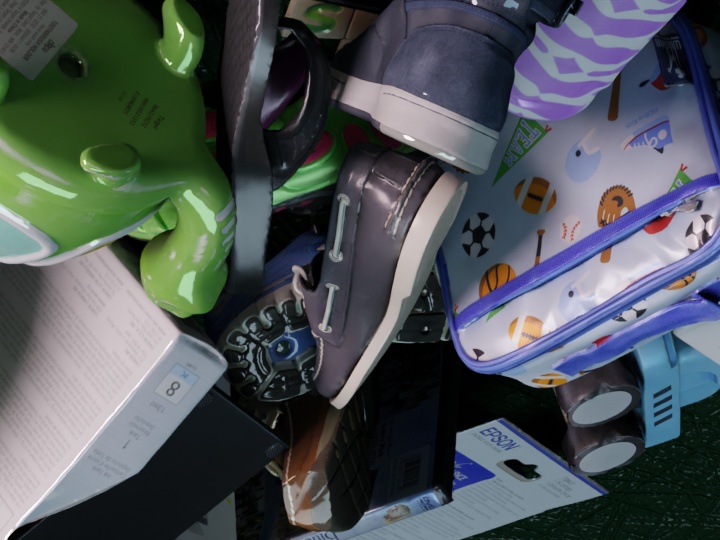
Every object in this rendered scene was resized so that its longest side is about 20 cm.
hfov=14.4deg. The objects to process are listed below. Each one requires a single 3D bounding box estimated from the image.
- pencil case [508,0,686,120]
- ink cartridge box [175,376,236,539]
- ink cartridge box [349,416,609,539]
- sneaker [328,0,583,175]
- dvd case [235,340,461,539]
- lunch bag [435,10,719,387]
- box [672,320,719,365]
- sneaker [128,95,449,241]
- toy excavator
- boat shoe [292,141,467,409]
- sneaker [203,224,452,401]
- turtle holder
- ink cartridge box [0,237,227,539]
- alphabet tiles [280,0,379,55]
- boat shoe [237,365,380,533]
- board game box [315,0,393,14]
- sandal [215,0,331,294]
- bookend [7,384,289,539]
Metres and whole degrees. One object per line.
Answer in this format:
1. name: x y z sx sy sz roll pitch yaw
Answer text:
1. pencil case: 0.126 -0.151 1.339 0.085 0.084 0.200 -13 159 -40
2. ink cartridge box: -0.149 0.148 1.655 0.145 0.201 0.083 -32 137 33
3. ink cartridge box: 0.032 0.133 1.812 0.199 0.047 0.198 -23 155 16
4. sneaker: 0.046 -0.127 1.319 0.077 0.147 0.202 20 -177 -15
5. dvd case: -0.032 0.118 1.700 0.199 0.143 0.018 -21 122 20
6. lunch bag: 0.127 -0.033 1.454 0.200 0.161 0.075 -31 146 35
7. box: 0.247 -0.016 1.533 0.106 0.153 0.200 -26 145 27
8. sneaker: -0.040 -0.050 1.474 0.199 0.077 0.084 -12 152 15
9. toy excavator: 0.203 0.046 1.697 0.199 0.100 0.195 -18 151 -2
10. boat shoe: 0.000 0.000 1.464 0.063 0.073 0.200 30 146 4
11. sneaker: 0.002 0.000 1.583 0.199 0.089 0.079 -18 123 -16
12. turtle holder: -0.141 -0.067 1.352 0.185 0.141 0.132 16 141 -27
13. ink cartridge box: -0.178 0.074 1.488 0.200 0.160 0.047 -50 135 6
14. alphabet tiles: 0.055 -0.153 1.397 0.166 0.006 0.200 1 148 -16
15. boat shoe: -0.032 0.091 1.620 0.073 0.200 0.076 -4 110 7
16. board game box: -0.038 -0.169 1.317 0.199 0.024 0.105 9 147 -29
17. sandal: -0.042 -0.074 1.360 0.048 0.076 0.201 -4 137 -10
18. bookend: -0.176 0.073 1.570 0.200 0.199 0.092 -38 143 8
